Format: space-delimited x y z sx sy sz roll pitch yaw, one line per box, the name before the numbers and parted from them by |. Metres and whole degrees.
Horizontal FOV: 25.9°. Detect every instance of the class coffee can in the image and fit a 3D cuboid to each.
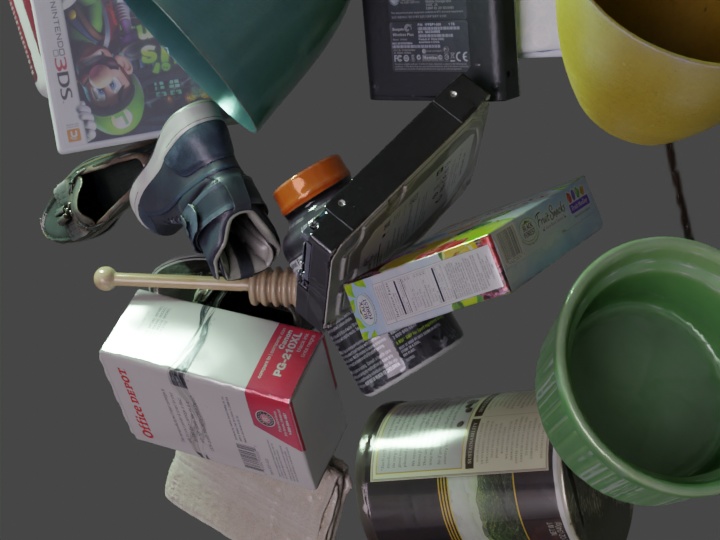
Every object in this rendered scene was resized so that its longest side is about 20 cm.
coffee can | 0.115 0.177 1.341 0.198 0.146 0.148 -9 100 32

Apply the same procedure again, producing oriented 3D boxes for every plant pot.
plant pot | 0.227 -0.178 1.164 0.199 0.200 0.143 38 147 16
plant pot | -0.099 -0.246 1.317 0.161 0.201 0.201 -44 78 -5

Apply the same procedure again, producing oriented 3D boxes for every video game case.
video game case | -0.191 -0.212 1.414 0.197 0.023 0.184 -11 102 -10

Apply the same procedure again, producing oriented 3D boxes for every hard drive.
hard drive | 0.026 -0.052 1.272 0.038 0.200 0.140 38 154 16
hard drive | 0.061 -0.243 1.295 0.138 0.033 0.203 5 107 35

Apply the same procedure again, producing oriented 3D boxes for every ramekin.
ramekin | 0.231 0.085 1.216 0.201 0.199 0.098 51 158 8

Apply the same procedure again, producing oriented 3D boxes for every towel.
towel | -0.103 0.209 1.551 0.198 0.034 0.134 27 115 23

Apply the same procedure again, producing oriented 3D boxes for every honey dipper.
honey dipper | -0.150 0.011 1.434 0.197 0.038 0.039 3 107 9

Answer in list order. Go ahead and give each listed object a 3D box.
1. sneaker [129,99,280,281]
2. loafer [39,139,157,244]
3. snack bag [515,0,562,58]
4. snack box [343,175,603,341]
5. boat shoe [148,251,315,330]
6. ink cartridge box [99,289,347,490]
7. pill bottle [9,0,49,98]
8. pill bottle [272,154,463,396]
sneaker | -0.143 -0.042 1.431 0.147 0.076 0.203 61 154 14
loafer | -0.256 -0.079 1.540 0.199 0.063 0.073 -27 89 34
snack bag | 0.094 -0.267 1.300 0.198 0.021 0.191 1 105 31
snack box | 0.094 -0.012 1.266 0.141 0.199 0.054 -18 96 33
boat shoe | -0.129 0.026 1.494 0.198 0.063 0.072 6 107 30
ink cartridge box | -0.126 0.110 1.457 0.198 0.085 0.146 13 143 21
pill bottle | -0.263 -0.230 1.471 0.113 0.114 0.203 -13 98 33
pill bottle | 0.000 0.000 1.384 0.106 0.106 0.202 -31 87 33
